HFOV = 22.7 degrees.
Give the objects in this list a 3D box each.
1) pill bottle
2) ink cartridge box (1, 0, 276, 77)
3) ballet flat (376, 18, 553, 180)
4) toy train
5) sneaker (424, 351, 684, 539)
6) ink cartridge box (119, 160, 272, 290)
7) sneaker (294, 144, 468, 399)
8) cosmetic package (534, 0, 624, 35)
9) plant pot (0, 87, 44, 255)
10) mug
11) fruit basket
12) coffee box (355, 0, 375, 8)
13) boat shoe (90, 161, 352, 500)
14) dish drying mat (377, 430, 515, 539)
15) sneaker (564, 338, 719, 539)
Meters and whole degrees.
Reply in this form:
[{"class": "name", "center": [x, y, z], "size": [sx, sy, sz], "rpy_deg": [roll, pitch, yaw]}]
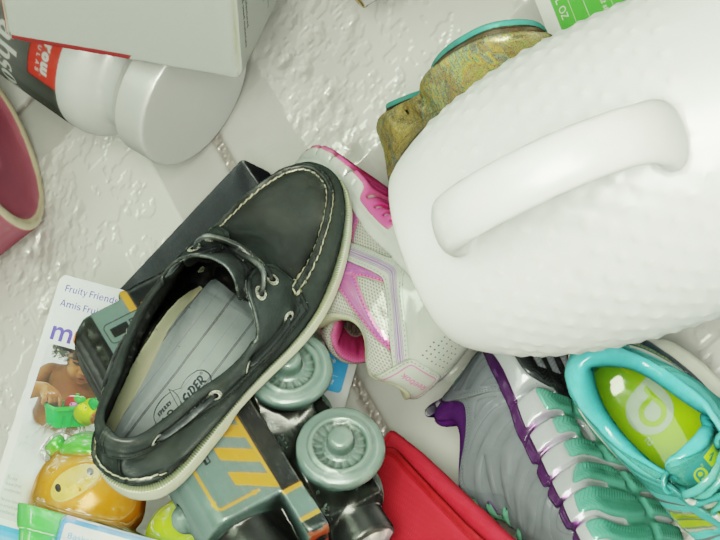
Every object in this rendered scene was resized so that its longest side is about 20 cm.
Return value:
[{"class": "pill bottle", "center": [-0.175, -0.157, 1.133], "size": [0.200, 0.116, 0.116], "rpy_deg": [34, 96, 25]}, {"class": "ink cartridge box", "center": [-0.110, -0.217, 1.055], "size": [0.143, 0.084, 0.201], "rpy_deg": [11, 46, 10]}, {"class": "ballet flat", "center": [0.057, -0.076, 0.939], "size": [0.200, 0.070, 0.071], "rpy_deg": [152, 128, -72]}, {"class": "toy train", "center": [-0.066, 0.080, 0.941], "size": [0.114, 0.085, 0.200], "rpy_deg": [-27, 63, -15]}, {"class": "sneaker", "center": [0.097, 0.120, 0.903], "size": [0.088, 0.074, 0.201], "rpy_deg": [-48, 43, 26]}, {"class": "ink cartridge box", "center": [-0.105, 0.038, 1.086], "size": [0.200, 0.039, 0.100], "rpy_deg": [-47, 55, 16]}, {"class": "sneaker", "center": [0.000, 0.000, 0.971], "size": [0.088, 0.081, 0.200], "rpy_deg": [-54, 32, 6]}, {"class": "cosmetic package", "center": [0.191, -0.166, 0.906], "size": [0.200, 0.085, 0.108], "rpy_deg": [-33, 58, 25]}, {"class": "plant pot", "center": [-0.317, -0.051, 1.183], "size": [0.178, 0.200, 0.201], "rpy_deg": [-23, 62, 11]}, {"class": "mug", "center": [0.100, -0.037, 0.789], "size": [0.175, 0.200, 0.148], "rpy_deg": [-22, 83, 18]}, {"class": "fruit basket", "center": [-0.114, 0.116, 1.003], "size": [0.184, 0.094, 0.201], "rpy_deg": [15, 81, 7]}, {"class": "coffee box", "center": [0.056, -0.243, 0.984], "size": [0.200, 0.080, 0.115], "rpy_deg": [-23, 39, 42]}, {"class": "boat shoe", "center": [-0.071, 0.018, 0.892], "size": [0.074, 0.066, 0.200], "rpy_deg": [32, 73, 21]}, {"class": "dish drying mat", "center": [0.036, 0.147, 0.904], "size": [0.077, 0.018, 0.200], "rpy_deg": [-68, 24, 7]}, {"class": "sneaker", "center": [0.170, 0.103, 0.833], "size": [0.200, 0.080, 0.078], "rpy_deg": [40, 99, 24]}]
